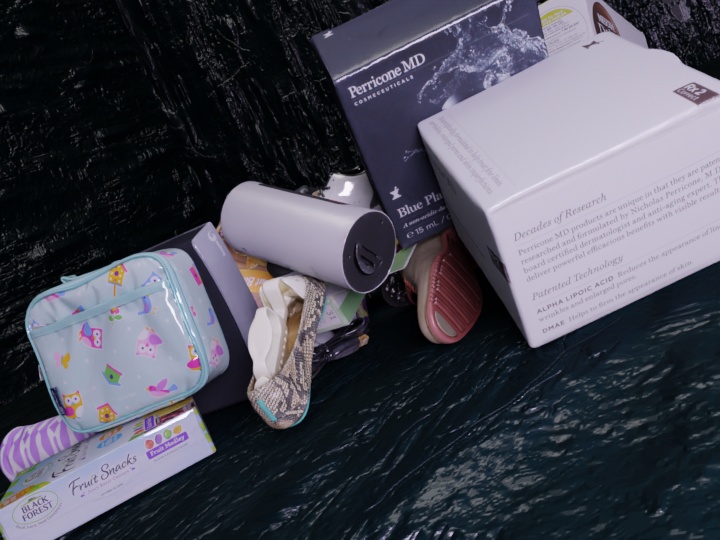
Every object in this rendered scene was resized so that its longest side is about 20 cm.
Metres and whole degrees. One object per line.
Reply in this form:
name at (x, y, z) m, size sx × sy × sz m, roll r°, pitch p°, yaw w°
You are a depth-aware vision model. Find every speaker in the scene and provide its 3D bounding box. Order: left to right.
speaker at (-0.058, -0.038, 0.769) m, size 0.197 × 0.083 × 0.080 m, roll 17°, pitch 36°, yaw 43°

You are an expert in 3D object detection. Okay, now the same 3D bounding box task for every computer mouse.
computer mouse at (-0.068, 0.089, 0.898) m, size 0.108 × 0.045 × 0.199 m, roll -30°, pitch 8°, yaw -24°

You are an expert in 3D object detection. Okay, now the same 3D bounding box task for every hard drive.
hard drive at (-0.177, 0.063, 0.828) m, size 0.132 × 0.204 × 0.042 m, roll -19°, pitch 15°, yaw 18°

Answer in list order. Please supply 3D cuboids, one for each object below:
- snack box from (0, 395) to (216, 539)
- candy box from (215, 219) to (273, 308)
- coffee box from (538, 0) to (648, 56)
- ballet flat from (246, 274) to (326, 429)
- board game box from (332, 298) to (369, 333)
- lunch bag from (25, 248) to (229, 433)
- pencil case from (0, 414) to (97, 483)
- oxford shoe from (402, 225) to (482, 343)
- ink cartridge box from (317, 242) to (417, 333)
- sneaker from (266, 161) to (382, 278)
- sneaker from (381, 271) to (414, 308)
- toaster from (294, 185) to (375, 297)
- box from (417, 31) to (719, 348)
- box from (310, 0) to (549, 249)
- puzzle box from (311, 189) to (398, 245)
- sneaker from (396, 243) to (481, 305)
snack box at (-0.250, 0.193, 0.744) m, size 0.197 × 0.054 × 0.142 m, roll -27°, pitch 6°, yaw -15°
candy box at (-0.153, 0.030, 0.923) m, size 0.055 × 0.113 × 0.204 m, roll 127°, pitch 167°, yaw -73°
coffee box at (0.243, -0.187, 0.910) m, size 0.197 × 0.203 × 0.197 m, roll -19°, pitch -15°, yaw 39°
ballet flat at (-0.074, 0.055, 0.718) m, size 0.067 × 0.076 × 0.203 m, roll -24°, pitch 36°, yaw 23°
board game box at (-0.080, 0.037, 1.014) m, size 0.197 × 0.123 × 0.032 m, roll -20°, pitch -10°, yaw 36°
lunch bag at (-0.249, 0.070, 0.773) m, size 0.196 × 0.164 × 0.077 m, roll -20°, pitch 5°, yaw 15°
pencil case at (-0.344, 0.199, 0.902) m, size 0.196 × 0.084 × 0.087 m, roll -22°, pitch 44°, yaw 17°
oxford shoe at (0.078, 0.013, 0.756) m, size 0.074 × 0.071 × 0.201 m, roll -31°, pitch 20°, yaw 29°
ink cartridge box at (0.000, 0.000, 0.842) m, size 0.197 × 0.048 × 0.146 m, roll -18°, pitch 27°, yaw 33°
sneaker at (-0.035, -0.067, 0.864) m, size 0.199 × 0.081 × 0.074 m, roll -38°, pitch 24°, yaw -3°
sneaker at (0.113, -0.017, 0.962) m, size 0.199 × 0.060 × 0.104 m, roll -42°, pitch -13°, yaw -2°
toaster at (-0.059, -0.014, 1.087) m, size 0.129 × 0.202 × 0.113 m, roll -43°, pitch -22°, yaw 27°
box at (0.175, -0.077, 0.610) m, size 0.196 × 0.133 × 0.200 m, roll -25°, pitch 30°, yaw 2°
box at (0.081, -0.163, 0.727) m, size 0.193 × 0.202 × 0.118 m, roll -25°, pitch 37°, yaw 3°
puzzle box at (0.032, -0.058, 1.053) m, size 0.026 × 0.199 × 0.133 m, roll -58°, pitch -11°, yaw 30°
sneaker at (0.127, -0.042, 0.870) m, size 0.197 × 0.088 × 0.074 m, roll -27°, pitch -37°, yaw -7°
